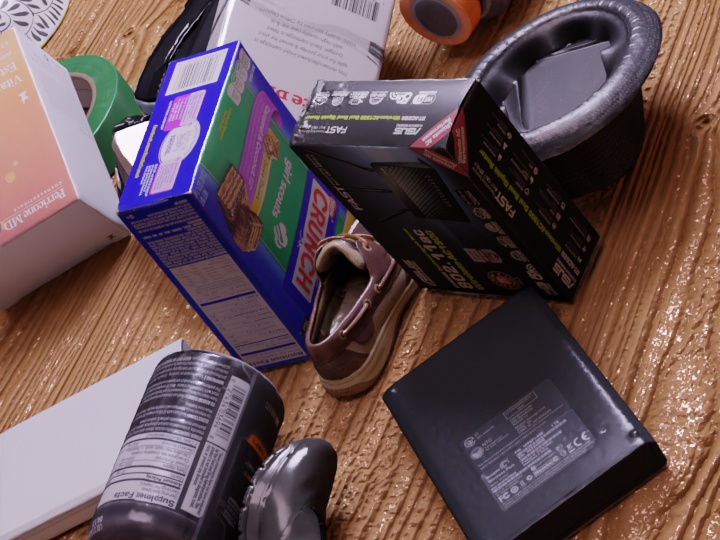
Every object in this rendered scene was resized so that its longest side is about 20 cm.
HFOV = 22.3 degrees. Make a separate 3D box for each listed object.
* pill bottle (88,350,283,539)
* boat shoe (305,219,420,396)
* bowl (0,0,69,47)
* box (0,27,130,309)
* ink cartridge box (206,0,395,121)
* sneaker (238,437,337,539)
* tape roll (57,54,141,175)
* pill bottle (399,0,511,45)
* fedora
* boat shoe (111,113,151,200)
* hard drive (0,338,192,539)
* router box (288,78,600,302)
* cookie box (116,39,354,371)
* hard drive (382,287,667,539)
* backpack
[{"bbox_3d":[-0.133,0.166,1.332,0.105,0.106,0.201,-8,46,33],"label":"pill bottle"},{"bbox_3d":[0.000,0.000,1.439,0.072,0.072,0.201,-6,47,34],"label":"boat shoe"},{"bbox_3d":[-0.440,-0.302,2.098,0.199,0.094,0.202,-21,40,19],"label":"bowl"},{"bbox_3d":[-0.329,-0.095,1.714,0.151,0.106,0.201,-30,65,9],"label":"box"},{"bbox_3d":[-0.057,-0.194,1.591,0.084,0.145,0.202,133,153,-59],"label":"ink cartridge box"},{"bbox_3d":[-0.047,0.210,1.270,0.090,0.076,0.201,5,59,29],"label":"sneaker"},{"bbox_3d":[-0.317,-0.131,1.854,0.199,0.048,0.202,-22,40,20],"label":"tape roll"},{"bbox_3d":[0.106,-0.296,1.636,0.106,0.106,0.201,3,52,40],"label":"pill bottle"},{"bbox_3d":[0.162,-0.122,1.415,0.199,0.092,0.201,-23,31,15],"label":"fedora"},{"bbox_3d":[-0.159,-0.040,1.623,0.074,0.093,0.201,-19,60,-19],"label":"boat shoe"},{"bbox_3d":[-0.222,0.148,1.502,0.199,0.026,0.132,-28,38,14],"label":"hard drive"},{"bbox_3d":[0.063,-0.058,1.340,0.149,0.200,0.062,5,60,42],"label":"router box"},{"bbox_3d":[-0.092,-0.049,1.459,0.075,0.200,0.172,-12,44,28],"label":"cookie box"},{"bbox_3d":[0.107,0.108,1.271,0.139,0.033,0.200,-36,37,2],"label":"hard drive"},{"bbox_3d":[-0.122,-0.189,1.698,0.162,0.155,0.200,-2,29,32],"label":"backpack"}]
